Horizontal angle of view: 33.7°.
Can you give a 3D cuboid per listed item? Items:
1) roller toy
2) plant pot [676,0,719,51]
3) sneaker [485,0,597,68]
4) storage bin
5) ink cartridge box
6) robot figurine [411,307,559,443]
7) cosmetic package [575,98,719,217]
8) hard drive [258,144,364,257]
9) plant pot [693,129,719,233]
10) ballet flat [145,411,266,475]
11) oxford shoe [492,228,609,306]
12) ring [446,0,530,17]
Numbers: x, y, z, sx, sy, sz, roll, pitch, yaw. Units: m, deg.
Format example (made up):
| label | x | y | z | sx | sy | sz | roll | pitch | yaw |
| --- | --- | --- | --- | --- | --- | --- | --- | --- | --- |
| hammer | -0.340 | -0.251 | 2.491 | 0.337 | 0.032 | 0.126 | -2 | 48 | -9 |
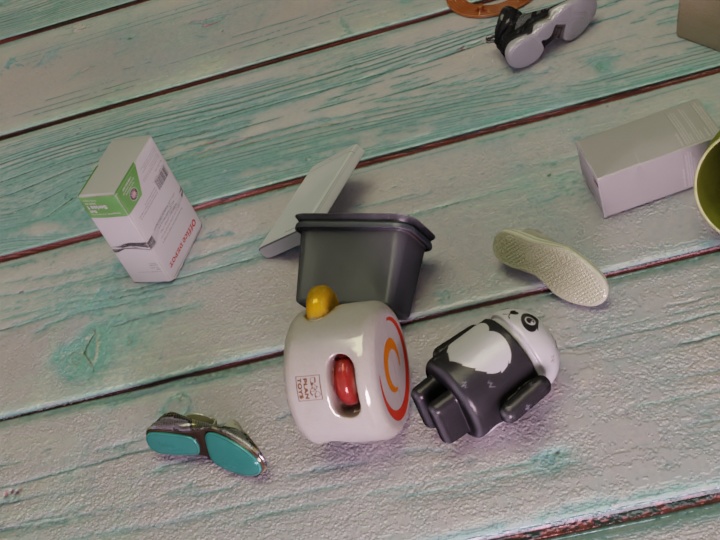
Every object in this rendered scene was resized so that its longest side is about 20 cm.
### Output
| label | x | y | z | sx | sy | sz | roll | pitch | yaw |
| --- | --- | --- | --- | --- | --- | --- | --- | --- | --- |
| roller toy | -0.022 | 0.135 | 1.579 | 0.139 | 0.200 | 0.183 | -7 | 50 | 18 |
| plant pot | 0.645 | -0.483 | 1.942 | 0.199 | 0.178 | 0.200 | -38 | 43 | -17 |
| sneaker | 0.317 | -0.447 | 2.120 | 0.200 | 0.076 | 0.114 | -34 | 45 | -9 |
| storage bin | 0.000 | 0.000 | 1.766 | 0.199 | 0.145 | 0.135 | 3 | 75 | 25 |
| ink cartridge box | -0.359 | -0.098 | 1.960 | 0.084 | 0.200 | 0.146 | -2 | 44 | 26 |
| robot figurine | 0.164 | 0.134 | 1.545 | 0.200 | 0.125 | 0.150 | -34 | 75 | -13 |
| cosmetic package | 0.435 | -0.169 | 1.778 | 0.199 | 0.090 | 0.107 | -20 | 42 | 7 |
| hard drive | -0.079 | -0.114 | 1.943 | 0.132 | 0.027 | 0.200 | -21 | 31 | 49 |
| plant pot | 0.572 | -0.161 | 1.660 | 0.186 | 0.188 | 0.200 | 0 | 31 | 23 |
| ballet flat | -0.205 | 0.231 | 1.652 | 0.199 | 0.072 | 0.072 | 8 | 50 | 28 |
| oxford shoe | 0.278 | -0.011 | 1.698 | 0.058 | 0.076 | 0.200 | -8 | 28 | -44 |
| ring | 0.261 | -0.556 | 2.302 | 0.199 | 0.019 | 0.201 | -13 | 42 | 12 |
